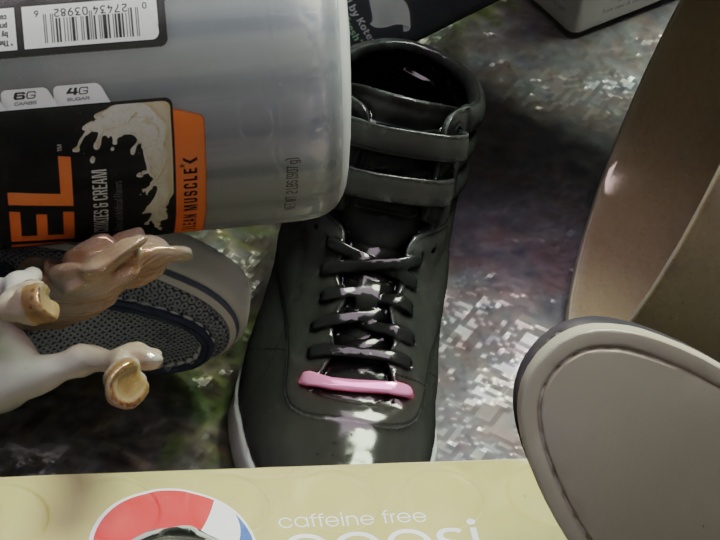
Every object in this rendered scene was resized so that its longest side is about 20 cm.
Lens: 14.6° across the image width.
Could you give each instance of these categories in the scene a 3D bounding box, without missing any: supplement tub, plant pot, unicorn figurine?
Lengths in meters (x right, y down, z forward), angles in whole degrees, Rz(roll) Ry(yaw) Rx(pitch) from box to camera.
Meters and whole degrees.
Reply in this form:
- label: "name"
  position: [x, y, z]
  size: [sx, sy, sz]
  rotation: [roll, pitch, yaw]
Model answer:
- label: "supplement tub"
  position: [-0.108, -0.067, 0.866]
  size: [0.200, 0.123, 0.123]
  rotation: [-5, 43, -6]
- label: "plant pot"
  position: [0.198, -0.016, 0.952]
  size: [0.200, 0.187, 0.187]
  rotation: [23, 41, -6]
- label: "unicorn figurine"
  position: [-0.151, 0.043, 0.819]
  size: [0.200, 0.074, 0.137]
  rotation: [-17, 12, -37]

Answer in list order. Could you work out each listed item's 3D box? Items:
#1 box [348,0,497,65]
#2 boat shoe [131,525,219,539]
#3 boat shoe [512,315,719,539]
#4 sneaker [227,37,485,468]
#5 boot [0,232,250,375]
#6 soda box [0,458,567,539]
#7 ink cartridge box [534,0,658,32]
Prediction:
- label: "box"
  position: [0.067, -0.167, 0.991]
  size: [0.106, 0.200, 0.122]
  rotation: [60, 30, -9]
- label: "boat shoe"
  position: [0.012, 0.139, 0.765]
  size: [0.200, 0.064, 0.071]
  rotation: [33, 75, -5]
- label: "boat shoe"
  position: [0.110, 0.071, 0.847]
  size: [0.200, 0.073, 0.063]
  rotation: [37, 9, -30]
- label: "sneaker"
  position: [0.000, 0.000, 0.936]
  size: [0.071, 0.099, 0.200]
  rotation: [9, 43, -3]
- label: "boot"
  position: [-0.138, 0.030, 0.912]
  size: [0.200, 0.073, 0.090]
  rotation: [5, 55, 0]
- label: "soda box"
  position: [-0.024, 0.103, 0.843]
  size: [0.200, 0.064, 0.068]
  rotation: [-2, 42, -11]
- label: "ink cartridge box"
  position: [0.090, -0.211, 1.112]
  size: [0.067, 0.200, 0.117]
  rotation: [-21, 49, -31]
